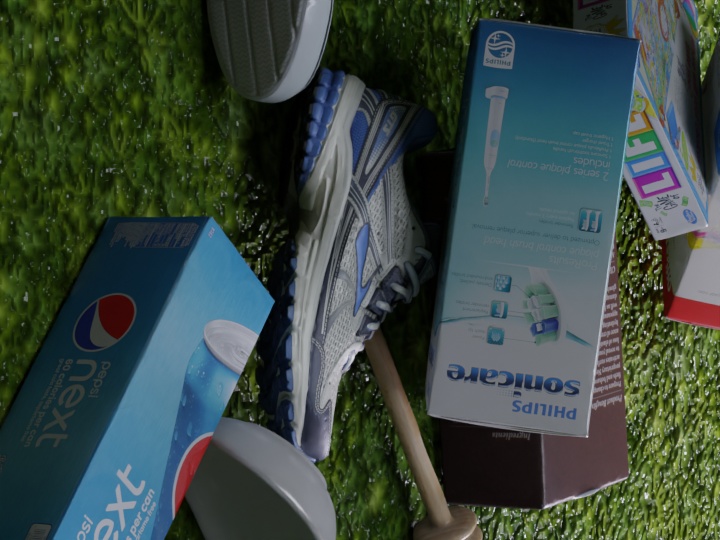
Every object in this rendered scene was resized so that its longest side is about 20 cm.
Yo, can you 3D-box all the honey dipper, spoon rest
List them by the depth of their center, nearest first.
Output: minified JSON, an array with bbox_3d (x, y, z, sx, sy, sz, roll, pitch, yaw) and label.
[{"bbox_3d":[-0.041,0.137,1.404,0.061,0.099,0.200,-53,147,-18],"label":"spoon rest"},{"bbox_3d":[0.026,0.092,1.544,0.038,0.038,0.200,-47,123,-45],"label":"honey dipper"}]

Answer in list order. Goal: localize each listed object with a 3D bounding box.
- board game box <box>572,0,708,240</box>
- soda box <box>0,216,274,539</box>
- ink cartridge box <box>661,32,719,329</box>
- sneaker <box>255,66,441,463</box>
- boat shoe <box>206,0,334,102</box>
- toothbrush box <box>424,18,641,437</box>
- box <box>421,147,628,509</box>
[{"bbox_3d":[0.163,-0.134,1.671,0.200,0.034,0.135,-86,153,-47],"label":"board game box"},{"bbox_3d":[-0.114,0.072,1.307,0.068,0.064,0.200,54,49,-41],"label":"soda box"},{"bbox_3d":[0.228,-0.045,1.728,0.116,0.067,0.200,-85,-172,-48],"label":"ink cartridge box"},{"bbox_3d":[0.000,0.000,1.431,0.085,0.077,0.200,10,81,-11],"label":"sneaker"},{"bbox_3d":[-0.028,-0.180,1.420,0.071,0.072,0.200,11,80,-51],"label":"boat shoe"},{"bbox_3d":[0.085,-0.022,1.465,0.146,0.085,0.200,-66,164,-89],"label":"toothbrush box"},{"bbox_3d":[0.094,0.027,1.605,0.100,0.075,0.200,-11,97,-56],"label":"box"}]
